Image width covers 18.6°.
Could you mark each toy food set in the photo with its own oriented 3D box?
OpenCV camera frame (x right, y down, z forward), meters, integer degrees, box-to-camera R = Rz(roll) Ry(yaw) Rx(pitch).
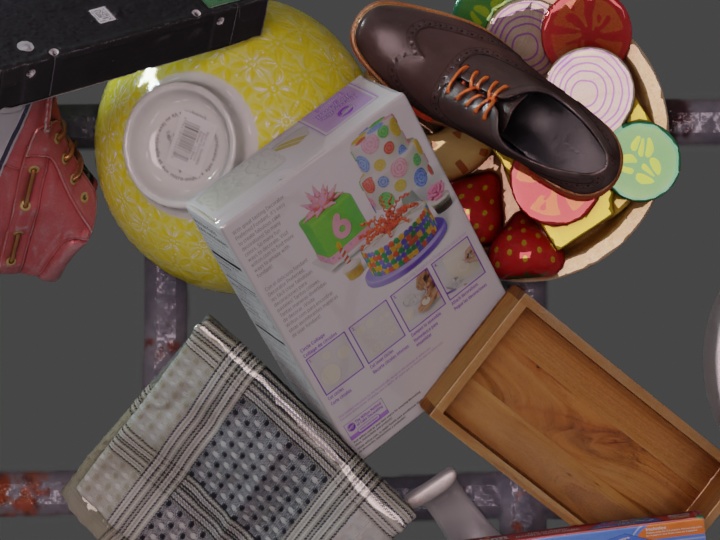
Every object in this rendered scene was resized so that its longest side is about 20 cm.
[{"bbox_3d":[0.109,-0.094,1.462,0.197,0.049,0.201,-34,85,3],"label":"toy food set"}]

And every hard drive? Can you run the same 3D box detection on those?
[{"bbox_3d":[-0.175,-0.174,1.371,0.199,0.038,0.140,-22,54,-34],"label":"hard drive"}]

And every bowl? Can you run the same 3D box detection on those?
[{"bbox_3d":[-0.096,-0.081,1.430,0.199,0.108,0.202,1,93,19],"label":"bowl"}]

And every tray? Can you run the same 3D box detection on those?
[{"bbox_3d":[0.145,0.109,1.426,0.200,0.037,0.099,38,91,-16],"label":"tray"}]

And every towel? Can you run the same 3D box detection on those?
[{"bbox_3d":[-0.087,0.157,1.438,0.192,0.035,0.200,43,122,5],"label":"towel"}]

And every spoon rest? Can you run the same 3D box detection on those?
[{"bbox_3d":[0.097,0.215,1.456,0.099,0.061,0.201,-32,99,4],"label":"spoon rest"}]

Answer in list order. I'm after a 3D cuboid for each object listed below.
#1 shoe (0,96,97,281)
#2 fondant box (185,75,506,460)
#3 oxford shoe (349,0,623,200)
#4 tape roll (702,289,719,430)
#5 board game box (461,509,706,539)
[{"bbox_3d":[-0.211,-0.081,1.447,0.090,0.072,0.201,11,120,-25],"label":"shoe"},{"bbox_3d":[0.000,0.000,1.398,0.144,0.058,0.201,-37,122,-13],"label":"fondant box"},{"bbox_3d":[0.081,-0.116,1.405,0.199,0.073,0.071,29,91,6],"label":"oxford shoe"},{"bbox_3d":[0.320,0.058,1.391,0.201,0.139,0.204,0,89,5],"label":"tape roll"},{"bbox_3d":[0.126,0.217,1.416,0.199,0.019,0.104,-7,101,1],"label":"board game box"}]
